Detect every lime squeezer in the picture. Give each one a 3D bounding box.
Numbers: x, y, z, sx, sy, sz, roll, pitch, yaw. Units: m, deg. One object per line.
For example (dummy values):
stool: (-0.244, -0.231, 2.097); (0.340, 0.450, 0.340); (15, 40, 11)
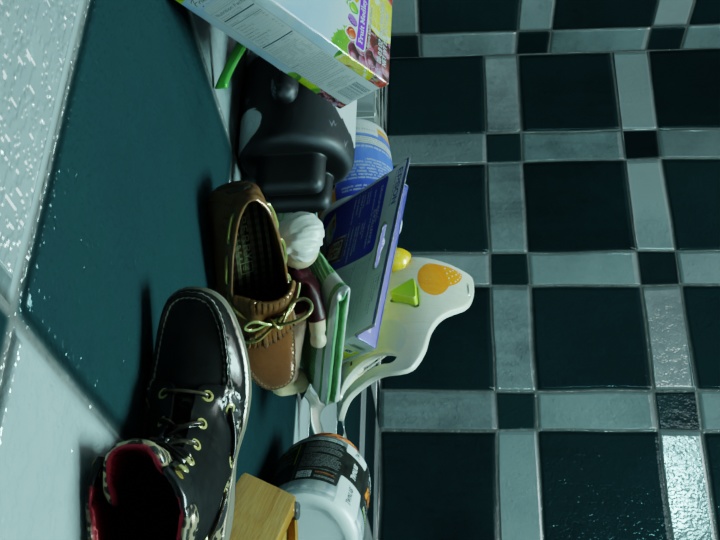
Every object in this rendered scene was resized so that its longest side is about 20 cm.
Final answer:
lime squeezer: (-0.102, -0.266, 0.874); (0.038, 0.070, 0.203); (-41, 132, -60)

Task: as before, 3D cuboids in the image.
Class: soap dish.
soap dish: (-0.099, 0.277, 0.811); (0.200, 0.080, 0.160); (-52, 141, -80)

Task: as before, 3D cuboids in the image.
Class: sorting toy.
sorting toy: (0.023, 0.084, 1.126); (0.107, 0.199, 0.181); (41, 30, -19)

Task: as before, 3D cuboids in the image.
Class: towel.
towel: (-0.061, 0.026, 1.047); (0.200, 0.023, 0.154); (-126, -146, -50)

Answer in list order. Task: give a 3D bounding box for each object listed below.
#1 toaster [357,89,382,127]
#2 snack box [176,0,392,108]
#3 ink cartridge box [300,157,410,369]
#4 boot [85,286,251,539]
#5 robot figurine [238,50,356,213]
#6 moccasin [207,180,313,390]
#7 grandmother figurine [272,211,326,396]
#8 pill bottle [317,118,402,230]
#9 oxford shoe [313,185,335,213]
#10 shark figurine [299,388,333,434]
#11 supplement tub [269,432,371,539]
toaster: (-0.029, -0.271, 1.476); (0.181, 0.117, 0.203); (59, 31, -78)
snack box: (-0.058, -0.259, 0.819); (0.199, 0.067, 0.171); (25, 57, -40)
ink cartridge box: (0.000, 0.000, 1.090); (0.199, 0.047, 0.200); (-25, -133, 55)
boot: (-0.123, 0.111, 0.638); (0.151, 0.072, 0.203); (24, 71, -85)
robot figurine: (-0.062, -0.163, 1.022); (0.150, 0.123, 0.203); (-31, -129, 54)
moccasin: (-0.089, 0.020, 0.891); (0.078, 0.073, 0.204); (36, -47, 56)
grandmother figurine: (-0.074, 0.027, 0.978); (0.061, 0.120, 0.202); (-41, 153, -48)
pill bottle: (-0.005, -0.091, 1.290); (0.113, 0.110, 0.202); (82, 0, -56)
oxford shoe: (-0.069, -0.085, 1.189); (0.200, 0.083, 0.074); (82, 6, -67)
shark figurine: (-0.064, 0.150, 1.319); (0.215, 0.127, 0.090); (118, -10, -48)
supplement tub: (-0.050, 0.271, 1.139); (0.200, 0.121, 0.124); (-69, 158, -76)
